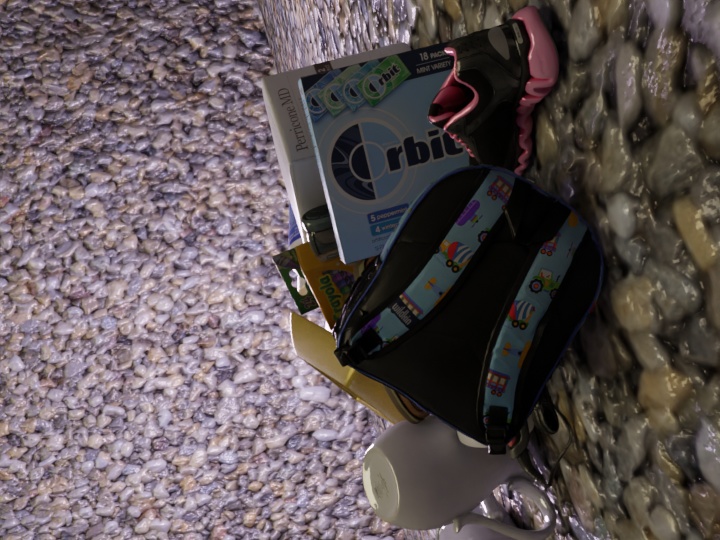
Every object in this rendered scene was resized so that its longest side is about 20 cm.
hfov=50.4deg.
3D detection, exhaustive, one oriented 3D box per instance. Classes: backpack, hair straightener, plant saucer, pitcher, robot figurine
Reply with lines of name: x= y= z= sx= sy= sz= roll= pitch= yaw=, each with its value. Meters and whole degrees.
backpack: x=0.094 y=0.016 z=0.639 sx=0.202 sy=0.181 sz=0.135 roll=-61 pitch=-1 yaw=13
hair straightener: x=0.159 y=0.111 z=0.732 sx=0.041 sy=0.076 sz=0.203 roll=-35 pitch=-74 yaw=-79
plant saucer: x=0.001 y=0.149 z=1.042 sx=0.200 sy=0.049 sz=0.199 roll=42 pitch=169 yaw=-33
pitcher: x=0.116 y=0.242 z=0.869 sx=0.172 sy=0.198 sz=0.122 roll=59 pitch=142 yaw=37
robot figurine: x=0.171 y=0.387 z=1.063 sx=0.200 sy=0.111 sz=0.172 roll=-128 pitch=44 yaw=-72

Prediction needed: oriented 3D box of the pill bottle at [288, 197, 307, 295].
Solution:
pill bottle: x=-0.050 y=-0.054 z=1.113 sx=0.112 sy=0.110 sz=0.203 roll=89 pitch=-179 yaw=-62

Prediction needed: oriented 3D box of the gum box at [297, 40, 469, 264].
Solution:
gum box: x=0.037 y=-0.127 z=0.834 sx=0.045 sy=0.168 sz=0.203 roll=-139 pitch=34 yaw=-78

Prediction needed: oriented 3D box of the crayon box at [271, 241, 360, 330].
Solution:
crayon box: x=0.000 y=0.000 z=0.991 sx=0.126 sy=0.198 sz=0.052 roll=67 pitch=180 yaw=-47

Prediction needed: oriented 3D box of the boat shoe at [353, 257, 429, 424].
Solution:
boat shoe: x=0.049 y=0.067 z=0.860 sx=0.072 sy=0.067 sz=0.202 roll=17 pitch=-129 yaw=-60

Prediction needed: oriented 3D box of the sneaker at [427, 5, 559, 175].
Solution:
sneaker: x=0.099 y=-0.134 z=0.643 sx=0.201 sy=0.094 sz=0.080 roll=86 pitch=165 yaw=-64

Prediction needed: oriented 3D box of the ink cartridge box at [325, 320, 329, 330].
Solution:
ink cartridge box: x=0.007 y=0.088 z=1.212 sx=0.201 sy=0.115 sz=0.068 roll=100 pitch=150 yaw=-57

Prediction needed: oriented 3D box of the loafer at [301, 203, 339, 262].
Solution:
loafer: x=0.031 y=-0.062 z=0.915 sx=0.072 sy=0.197 sz=0.064 roll=-91 pitch=-13 yaw=-67

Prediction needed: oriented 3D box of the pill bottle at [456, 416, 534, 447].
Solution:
pill bottle: x=0.123 y=0.076 z=0.810 sx=0.112 sy=0.111 sz=0.203 roll=-144 pitch=40 yaw=-79

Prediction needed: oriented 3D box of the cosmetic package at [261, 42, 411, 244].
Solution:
cosmetic package: x=-0.006 y=-0.159 z=0.986 sx=0.166 sy=0.197 sz=0.166 roll=84 pitch=168 yaw=-53
